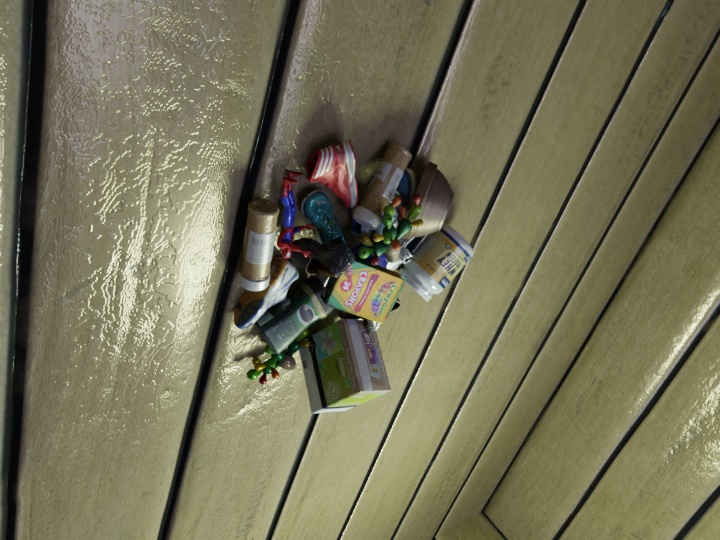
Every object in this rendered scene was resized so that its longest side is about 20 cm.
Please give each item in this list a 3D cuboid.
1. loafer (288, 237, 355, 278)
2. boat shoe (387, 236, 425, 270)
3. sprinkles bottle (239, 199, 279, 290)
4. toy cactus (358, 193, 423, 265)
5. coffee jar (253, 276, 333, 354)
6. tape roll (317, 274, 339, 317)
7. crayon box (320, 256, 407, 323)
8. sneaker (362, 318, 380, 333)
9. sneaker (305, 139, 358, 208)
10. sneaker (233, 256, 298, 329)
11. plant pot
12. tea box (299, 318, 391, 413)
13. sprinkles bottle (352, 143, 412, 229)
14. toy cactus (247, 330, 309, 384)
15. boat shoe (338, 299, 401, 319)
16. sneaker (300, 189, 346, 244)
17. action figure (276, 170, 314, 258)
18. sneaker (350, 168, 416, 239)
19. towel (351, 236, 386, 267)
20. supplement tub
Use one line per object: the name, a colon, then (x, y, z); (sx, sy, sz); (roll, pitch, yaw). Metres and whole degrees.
loafer: (-0.108, -0.026, 1.369); (0.073, 0.198, 0.073); (-55, 130, -30)
boat shoe: (0.121, -0.058, 1.665); (0.201, 0.068, 0.072); (-50, 143, 3)
sprinkles bottle: (-0.224, -0.054, 1.321); (0.067, 0.068, 0.203); (-13, 131, -36)
toy cactus: (0.080, -0.076, 1.408); (0.201, 0.101, 0.166); (-50, 155, -23)
coffee jar: (-0.163, 0.108, 1.490); (0.199, 0.085, 0.105); (-37, 117, -15)
tape roll: (-0.036, 0.035, 1.621); (0.201, 0.037, 0.205); (-27, 139, -26)
crayon box: (0.018, 0.047, 1.444); (0.197, 0.051, 0.128); (19, 105, -27)
sneaker: (0.007, 0.085, 1.537); (0.089, 0.067, 0.203); (-15, 131, -20)
sneaker: (-0.068, -0.211, 1.366); (0.113, 0.079, 0.202); (-11, 142, -6)
sneaker: (-0.221, 0.067, 1.439); (0.201, 0.075, 0.088); (-50, 143, 5)
plant pot: (0.178, -0.164, 1.523); (0.201, 0.091, 0.204); (23, 89, -86)
tea box: (-0.047, 0.260, 1.621); (0.196, 0.203, 0.132); (-31, 153, 34)
sprinkles bottle: (0.053, -0.200, 1.429); (0.068, 0.068, 0.202); (37, 78, -53)
toy cactus: (-0.203, 0.231, 1.589); (0.201, 0.102, 0.165); (-50, 153, -11)
boat shoe: (0.031, 0.098, 1.653); (0.198, 0.072, 0.077); (-19, 135, -32)
sneaker: (-0.078, -0.113, 1.414); (0.077, 0.080, 0.201); (-40, 142, -9)
action figure: (-0.135, -0.109, 1.329); (0.066, 0.097, 0.203); (-68, 172, -59)
sneaker: (0.047, -0.162, 1.489); (0.145, 0.081, 0.202); (-7, 133, -45)
towel: (0.000, 0.000, 1.535); (0.146, 0.050, 0.201); (-31, 153, -12)
supplement tub: (0.214, -0.025, 1.723); (0.200, 0.144, 0.144); (-48, 143, 2)
